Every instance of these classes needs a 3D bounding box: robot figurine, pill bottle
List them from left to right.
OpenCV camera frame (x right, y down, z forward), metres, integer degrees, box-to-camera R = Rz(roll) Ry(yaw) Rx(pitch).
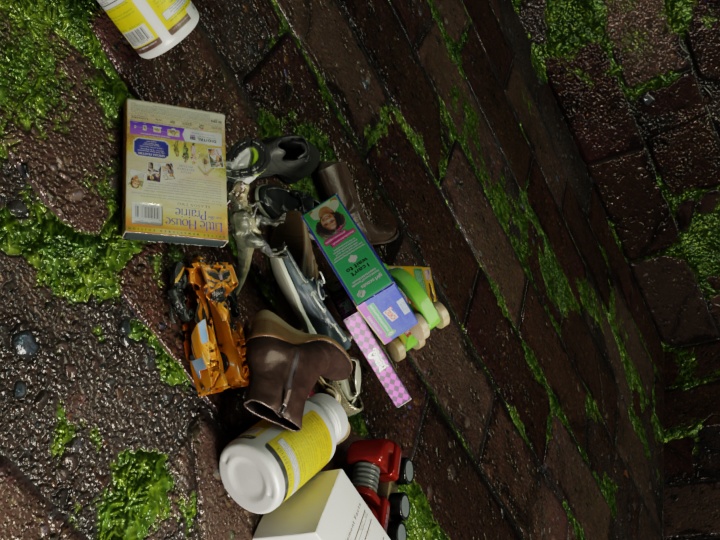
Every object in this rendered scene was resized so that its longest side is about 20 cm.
[{"bbox_3d":[-0.326,-0.410,1.172,0.201,0.108,0.110,54,36,-31],"label":"pill bottle"},{"bbox_3d":[-0.208,0.072,1.196,0.145,0.058,0.202,-2,79,-62],"label":"robot figurine"},{"bbox_3d":[-0.104,0.257,1.217,0.200,0.111,0.112,-29,102,-52],"label":"pill bottle"}]

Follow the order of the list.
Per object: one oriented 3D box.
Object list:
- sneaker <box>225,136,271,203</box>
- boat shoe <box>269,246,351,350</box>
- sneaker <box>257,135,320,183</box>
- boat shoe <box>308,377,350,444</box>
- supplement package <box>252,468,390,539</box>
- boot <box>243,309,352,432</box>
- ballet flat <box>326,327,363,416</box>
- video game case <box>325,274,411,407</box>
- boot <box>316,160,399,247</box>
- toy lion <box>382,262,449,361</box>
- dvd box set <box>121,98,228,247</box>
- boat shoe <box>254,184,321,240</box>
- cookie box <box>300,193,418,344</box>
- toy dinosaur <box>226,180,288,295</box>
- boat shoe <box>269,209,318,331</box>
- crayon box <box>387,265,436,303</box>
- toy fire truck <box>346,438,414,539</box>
[{"bbox_3d":[-0.219,-0.123,1.256,0.074,0.081,0.200,51,53,-1],"label":"sneaker"},{"bbox_3d":[-0.078,0.047,1.315,0.061,0.075,0.201,-29,95,-14],"label":"boat shoe"},{"bbox_3d":[-0.117,-0.198,1.442,0.200,0.090,0.077,-20,91,-61],"label":"sneaker"},{"bbox_3d":[-0.067,0.216,1.353,0.200,0.069,0.074,50,38,-35],"label":"boat shoe"},{"bbox_3d":[-0.046,0.414,1.246,0.201,0.120,0.120,59,34,-24],"label":"supplement package"},{"bbox_3d":[-0.090,0.164,1.212,0.199,0.072,0.168,33,39,-33],"label":"boot"},{"bbox_3d":[-0.037,0.152,1.427,0.068,0.075,0.202,-20,94,-54],"label":"ballet flat"},{"bbox_3d":[0.011,0.121,1.474,0.201,0.036,0.181,59,0,-23],"label":"video game case"},{"bbox_3d":[-0.007,-0.135,1.633,0.186,0.064,0.202,-33,101,-61],"label":"boot"},{"bbox_3d":[0.057,0.055,1.507,0.068,0.200,0.193,-28,79,-26],"label":"toy lion"},{"bbox_3d":[-0.260,-0.136,1.170,0.145,0.029,0.202,4,70,-26],"label":"dvd box set"},{"bbox_3d":[-0.101,-0.106,1.448,0.199,0.066,0.075,32,50,-49],"label":"boat shoe"},{"bbox_3d":[0.000,0.000,1.369,0.201,0.075,0.171,57,0,31],"label":"cookie box"},{"bbox_3d":[-0.154,-0.053,1.246,0.048,0.087,0.202,-114,-158,-54],"label":"toy dinosaur"},{"bbox_3d":[-0.106,0.001,1.396,0.064,0.071,0.202,8,80,-62],"label":"boat shoe"},{"bbox_3d":[0.090,0.058,1.706,0.199,0.051,0.127,0,76,-58],"label":"crayon box"},{"bbox_3d":[-0.010,0.348,1.364,0.201,0.127,0.177,59,32,-43],"label":"toy fire truck"}]
